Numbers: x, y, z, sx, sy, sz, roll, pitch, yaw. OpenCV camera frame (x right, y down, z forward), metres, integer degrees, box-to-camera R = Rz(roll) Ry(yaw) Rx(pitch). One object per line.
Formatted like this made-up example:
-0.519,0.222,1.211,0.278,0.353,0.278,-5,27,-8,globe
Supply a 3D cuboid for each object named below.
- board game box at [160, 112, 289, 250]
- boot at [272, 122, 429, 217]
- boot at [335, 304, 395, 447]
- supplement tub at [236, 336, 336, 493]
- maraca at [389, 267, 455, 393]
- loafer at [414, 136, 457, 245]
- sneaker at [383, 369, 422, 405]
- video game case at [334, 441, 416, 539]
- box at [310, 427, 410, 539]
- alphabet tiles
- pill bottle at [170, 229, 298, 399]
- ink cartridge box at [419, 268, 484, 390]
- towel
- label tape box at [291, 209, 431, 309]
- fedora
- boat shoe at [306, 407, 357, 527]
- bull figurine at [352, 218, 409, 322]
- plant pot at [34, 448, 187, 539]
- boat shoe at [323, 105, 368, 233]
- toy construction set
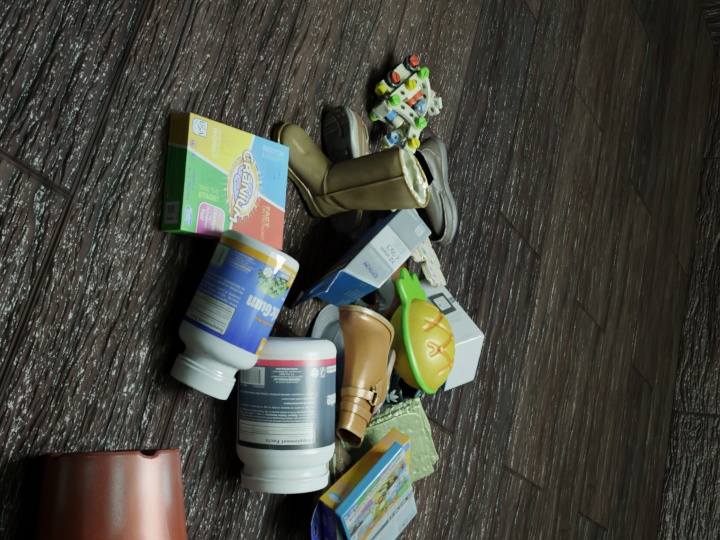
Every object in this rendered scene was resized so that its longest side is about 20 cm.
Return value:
-0.181,-0.116,1.184,0.199,0.040,0.156,10,82,-54,board game box
-0.014,-0.159,1.280,0.176,0.198,0.067,57,46,-31,boot
-0.004,0.153,1.234,0.156,0.073,0.201,-67,151,-27,boot
-0.104,0.197,1.209,0.140,0.139,0.203,3,88,-54,supplement tub
0.093,0.097,1.380,0.137,0.106,0.203,29,49,-65,maraca
0.125,-0.143,1.603,0.070,0.072,0.203,-17,100,-42,loafer
0.090,0.192,1.534,0.199,0.079,0.072,-29,113,-51,sneaker
0.027,0.367,1.311,0.143,0.018,0.202,-43,143,-27,video game case
0.002,0.345,1.309,0.199,0.041,0.120,-39,141,-37,box
0.094,-0.066,1.474,0.202,0.014,0.195,68,15,12,alphabet tiles
-0.168,0.059,1.123,0.112,0.111,0.202,30,83,-50,pill bottle
0.128,0.096,1.514,0.066,0.201,0.117,-17,137,-23,ink cartridge box
0.029,0.302,1.409,0.198,0.036,0.150,-23,115,-14,towel
0.000,0.000,1.314,0.066,0.143,0.200,46,62,-7,label tape box
-0.007,0.155,1.388,0.176,0.089,0.203,33,64,-50,fedora
-0.039,0.296,1.323,0.074,0.075,0.205,-1,115,-16,boat shoe
0.041,0.002,1.458,0.120,0.065,0.203,0,72,-37,bull figurine
-0.273,0.298,0.946,0.200,0.199,0.199,13,71,-54,plant pot
-0.013,-0.162,1.395,0.071,0.075,0.203,-2,94,-56,boat shoe
0.088,-0.296,1.519,0.132,0.092,0.200,51,38,-10,toy construction set
